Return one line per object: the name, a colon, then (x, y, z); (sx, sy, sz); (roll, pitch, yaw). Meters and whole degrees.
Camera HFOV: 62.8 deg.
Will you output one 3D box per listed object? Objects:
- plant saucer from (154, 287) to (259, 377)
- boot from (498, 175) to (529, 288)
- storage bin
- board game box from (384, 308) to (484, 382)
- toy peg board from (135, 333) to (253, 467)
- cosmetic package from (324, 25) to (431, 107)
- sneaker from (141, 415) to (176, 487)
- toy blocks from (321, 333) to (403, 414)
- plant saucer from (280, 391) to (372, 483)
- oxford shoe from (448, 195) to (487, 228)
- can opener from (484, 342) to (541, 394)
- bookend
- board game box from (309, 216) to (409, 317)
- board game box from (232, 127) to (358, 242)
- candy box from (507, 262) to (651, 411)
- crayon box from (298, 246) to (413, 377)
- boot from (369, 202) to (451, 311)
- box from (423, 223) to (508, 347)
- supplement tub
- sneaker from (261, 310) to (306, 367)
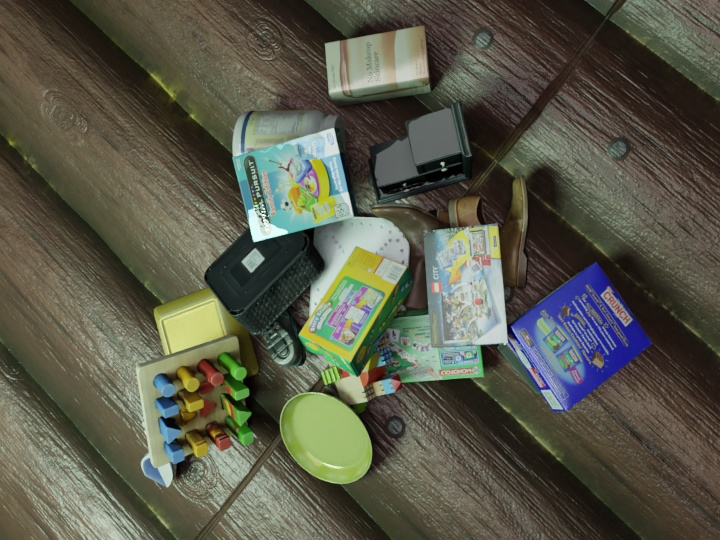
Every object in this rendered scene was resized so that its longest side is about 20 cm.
plant saucer: (-0.328, 0.144, 1.211); (0.194, 0.048, 0.207); (-19, 84, 10)
boot: (0.276, -0.073, 1.092); (0.073, 0.073, 0.208); (4, 91, 21)
storage bin: (-0.182, -0.001, 1.124); (0.200, 0.094, 0.135); (-44, 58, -7)
board game box: (0.127, 0.139, 1.102); (0.192, 0.029, 0.139); (-6, 111, 13)
toy peg board: (-0.291, 0.254, 1.092); (0.097, 0.194, 0.208); (19, 117, 50)
cosmetic package: (0.036, -0.391, 1.136); (0.192, 0.087, 0.108); (-7, 88, 11)
sneaker: (-0.380, 0.333, 1.202); (0.078, 0.115, 0.205); (21, 121, 12)
toy blocks: (0.001, 0.159, 1.087); (0.135, 0.098, 0.206); (-23, 84, 45)
plant saucer: (-0.063, 0.314, 1.129); (0.193, 0.031, 0.207); (10, 117, 20)
oxford shoe: (0.214, -0.036, 1.084); (0.069, 0.071, 0.208); (-10, 91, 29)
can opener: (0.272, 0.144, 1.099); (0.200, 0.052, 0.067); (46, 131, 11)
bookend: (0.099, -0.202, 1.062); (0.192, 0.200, 0.096); (-14, 85, 9)
board game box: (0.000, 0.000, 1.162); (0.192, 0.026, 0.208); (3, 89, 11)
board game box: (-0.114, -0.149, 1.047); (0.193, 0.047, 0.157); (-13, 98, 13)
candy box: (0.377, 0.117, 1.037); (0.197, 0.077, 0.172); (-33, 81, -7)
crayon box: (-0.006, 0.067, 1.036); (0.116, 0.059, 0.203); (20, 66, 30)
boot: (0.089, -0.017, 1.103); (0.180, 0.064, 0.208); (8, 92, -15)
box: (0.183, 0.028, 1.035); (0.131, 0.038, 0.208); (-5, 83, 12)
supplement tub: (-0.132, -0.232, 1.135); (0.192, 0.145, 0.151); (2, 88, 11)
sneaker: (-0.169, 0.108, 1.173); (0.075, 0.079, 0.203); (-36, 62, 13)
